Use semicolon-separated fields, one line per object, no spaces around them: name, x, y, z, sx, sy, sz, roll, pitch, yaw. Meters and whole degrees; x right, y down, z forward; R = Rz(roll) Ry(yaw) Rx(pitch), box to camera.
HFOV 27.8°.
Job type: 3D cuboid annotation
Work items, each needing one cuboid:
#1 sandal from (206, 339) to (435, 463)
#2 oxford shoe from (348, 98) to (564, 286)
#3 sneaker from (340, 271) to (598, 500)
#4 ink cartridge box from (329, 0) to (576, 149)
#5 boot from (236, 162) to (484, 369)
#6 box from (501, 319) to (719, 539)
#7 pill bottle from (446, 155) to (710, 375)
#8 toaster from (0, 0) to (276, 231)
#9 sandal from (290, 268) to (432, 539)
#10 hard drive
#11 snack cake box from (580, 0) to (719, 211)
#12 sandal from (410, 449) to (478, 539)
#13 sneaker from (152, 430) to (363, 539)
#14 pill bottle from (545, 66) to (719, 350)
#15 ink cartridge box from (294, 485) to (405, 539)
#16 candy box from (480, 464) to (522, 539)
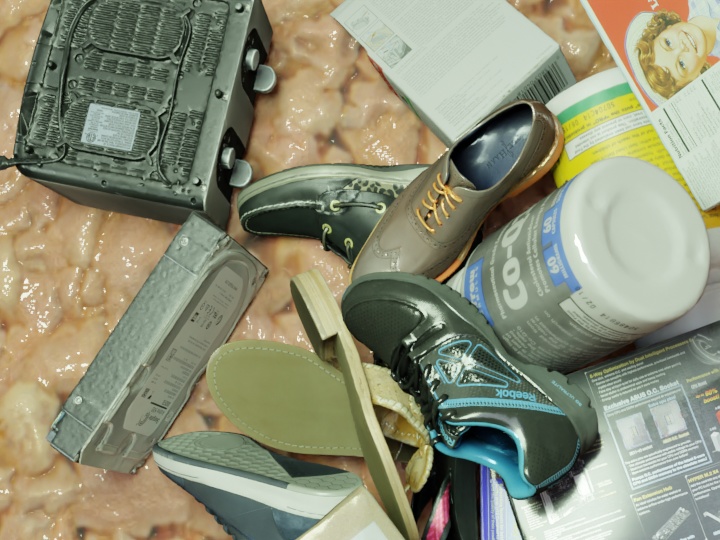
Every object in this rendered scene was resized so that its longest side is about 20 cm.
sandal;-0.021;0.104;1.126;0.209;0.070;0.079;15;90;-10
oxford shoe;0.059;-0.052;1.052;0.200;0.073;0.071;-47;72;7
sneaker;0.061;0.072;0.971;0.199;0.074;0.082;32;49;19
ink cartridge box;0.070;-0.178;1.160;0.109;0.050;0.200;-41;49;1
boot;0.001;-0.001;1.126;0.201;0.074;0.156;-2;70;6
box;0.199;0.139;1.003;0.198;0.050;0.159;-21;71;5
pill bottle;0.138;0.010;1.003;0.113;0.200;0.115;10;66;-23
toaster;-0.178;-0.136;1.172;0.198;0.119;0.183;10;80;12
sandal;0.023;0.088;1.047;0.069;0.078;0.213;-22;77;-12
hard drive;-0.151;0.061;1.117;0.038;0.140;0.201;33;85;15
snack cake box;0.244;-0.159;1.014;0.067;0.115;0.201;-23;81;-35
sandal;0.056;0.178;1.073;0.045;0.075;0.203;0;90;-22
sneaker;-0.085;0.209;1.106;0.201;0.076;0.148;14;109;40
pill bottle;0.213;-0.041;1.083;0.112;0.113;0.202;-20;76;6
ink cartridge box;-0.003;0.273;0.963;0.164;0.075;0.201;-37;82;-14
candy box;0.189;0.192;1.058;0.197;0.077;0.171;-2;76;12
